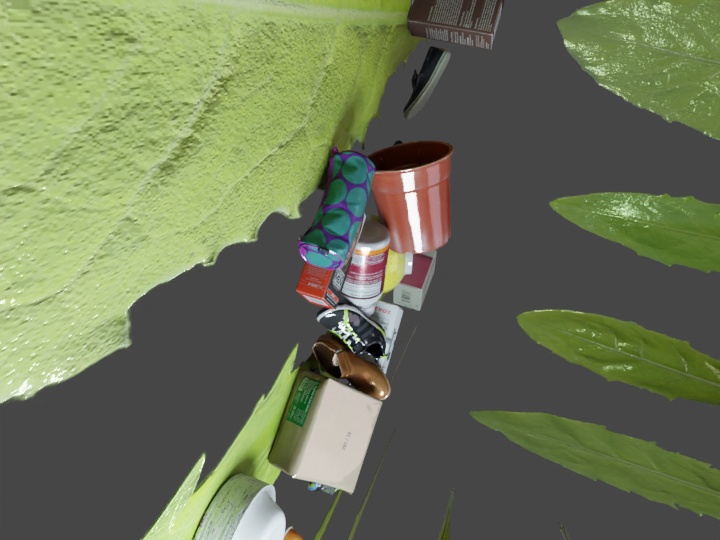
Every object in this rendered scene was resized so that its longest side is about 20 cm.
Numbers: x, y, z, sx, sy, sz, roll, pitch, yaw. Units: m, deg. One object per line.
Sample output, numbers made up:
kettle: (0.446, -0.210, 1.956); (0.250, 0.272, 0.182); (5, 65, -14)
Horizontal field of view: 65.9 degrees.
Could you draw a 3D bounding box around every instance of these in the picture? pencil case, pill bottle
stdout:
pencil case: (-0.041, -0.108, 0.976); (0.085, 0.091, 0.203); (-21, -132, 64)
pill bottle: (0.000, 0.000, 1.205); (0.113, 0.111, 0.202); (-56, 158, -53)

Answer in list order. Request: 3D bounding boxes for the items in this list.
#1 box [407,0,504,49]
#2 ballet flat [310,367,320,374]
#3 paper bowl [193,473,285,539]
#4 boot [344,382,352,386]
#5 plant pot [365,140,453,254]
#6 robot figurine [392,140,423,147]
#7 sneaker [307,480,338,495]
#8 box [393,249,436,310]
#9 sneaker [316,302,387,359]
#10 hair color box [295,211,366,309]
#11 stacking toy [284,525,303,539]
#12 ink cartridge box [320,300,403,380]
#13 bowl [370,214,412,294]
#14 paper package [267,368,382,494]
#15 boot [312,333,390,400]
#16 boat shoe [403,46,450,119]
box: (0.215, -0.579, 1.261); (0.075, 0.197, 0.102); (33, 74, -78)
ballet flat: (-0.105, 0.319, 1.227); (0.067, 0.063, 0.203); (59, 47, -75)
paper bowl: (-0.196, 0.456, 0.926); (0.200, 0.103, 0.204); (15, 90, -75)
boot: (-0.049, 0.336, 1.400); (0.200, 0.070, 0.132); (-47, 176, 17)
plant pot: (0.114, -0.154, 1.201); (0.201, 0.198, 0.198); (-55, 138, -54)
robot figurine: (0.132, -0.246, 1.443); (0.151, 0.123, 0.202); (87, 23, -52)
sneaker: (-0.092, 0.570, 1.516); (0.200, 0.082, 0.072); (67, 40, -68)
box: (0.201, 0.024, 2.055); (0.129, 0.107, 0.201); (89, 21, -49)
sneaker: (-0.007, 0.136, 1.193); (0.072, 0.199, 0.084); (-39, -139, 30)
hair color box: (-0.053, -0.037, 1.058); (0.102, 0.060, 0.203); (55, 51, -72)
stacking toy: (-0.119, 0.708, 1.307); (0.146, 0.197, 0.148); (15, 90, -76)
ink cartridge box: (0.005, 0.165, 1.338); (0.084, 0.144, 0.203); (39, 66, -74)
bowl: (0.073, -0.034, 1.360); (0.200, 0.106, 0.204); (2, 90, -89)
paper package: (-0.071, 0.332, 1.147); (0.190, 0.103, 0.203); (34, 71, -42)
boot: (-0.023, 0.218, 1.201); (0.074, 0.199, 0.155); (-51, 172, 3)
boat shoe: (0.160, -0.487, 1.438); (0.202, 0.062, 0.075); (-61, 172, 4)
